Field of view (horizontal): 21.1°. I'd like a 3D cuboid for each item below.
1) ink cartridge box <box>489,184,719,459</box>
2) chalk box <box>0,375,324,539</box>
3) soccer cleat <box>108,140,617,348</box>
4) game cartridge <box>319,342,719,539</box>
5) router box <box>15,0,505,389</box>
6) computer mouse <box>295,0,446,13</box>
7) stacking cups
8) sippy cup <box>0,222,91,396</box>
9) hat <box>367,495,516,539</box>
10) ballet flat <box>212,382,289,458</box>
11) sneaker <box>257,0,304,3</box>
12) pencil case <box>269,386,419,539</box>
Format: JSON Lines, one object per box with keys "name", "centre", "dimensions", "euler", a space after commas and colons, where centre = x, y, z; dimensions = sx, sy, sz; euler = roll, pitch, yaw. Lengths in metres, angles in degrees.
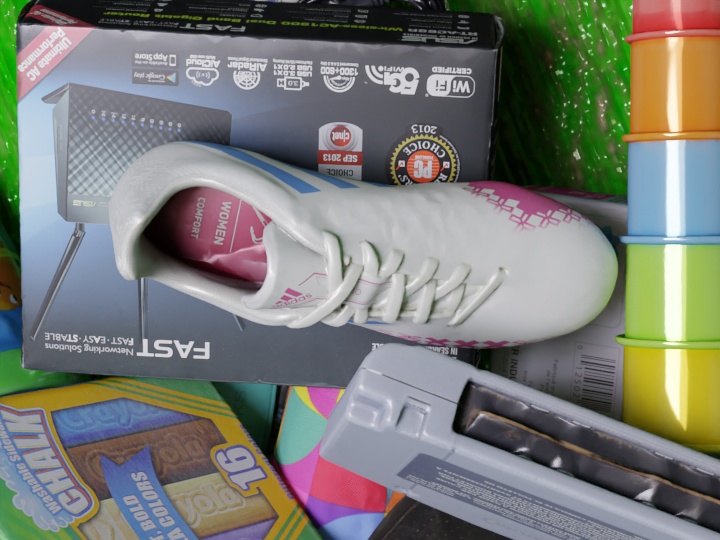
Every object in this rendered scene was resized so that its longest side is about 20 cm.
{"name": "ink cartridge box", "centre": [0.150, 0.035, 0.806], "dimensions": [0.198, 0.042, 0.121], "euler": [9, 101, 28]}
{"name": "chalk box", "centre": [-0.132, 0.133, 0.799], "dimensions": [0.124, 0.199, 0.125], "euler": [52, 123, 25]}
{"name": "soccer cleat", "centre": [0.000, 0.000, 0.736], "dimensions": [0.198, 0.086, 0.070], "euler": [10, 111, 0]}
{"name": "game cartridge", "centre": [0.084, 0.086, 0.761], "dimensions": [0.198, 0.133, 0.042], "euler": [21, 79, -2]}
{"name": "router box", "centre": [-0.043, -0.032, 0.807], "dimensions": [0.198, 0.062, 0.151], "euler": [3, 111, 3]}
{"name": "computer mouse", "centre": [0.056, -0.134, 0.802], "dimensions": [0.199, 0.034, 0.059], "euler": [-28, 99, 14]}
{"name": "stacking cups", "centre": [0.131, -0.031, 0.762], "dimensions": [0.060, 0.060, 0.202], "euler": [2, 90, 27]}
{"name": "sippy cup", "centre": [-0.215, 0.025, 0.950], "dimensions": [0.176, 0.140, 0.131], "euler": [-21, 75, -10]}
{"name": "hat", "centre": [0.080, 0.183, 0.834], "dimensions": [0.200, 0.201, 0.081], "euler": [39, 154, 16]}
{"name": "ballet flat", "centre": [-0.052, -0.001, 0.890], "dimensions": [0.074, 0.074, 0.202], "euler": [26, 109, 21]}
{"name": "sneaker", "centre": [-0.023, -0.170, 0.853], "dimensions": [0.087, 0.075, 0.202], "euler": [21, 112, 8]}
{"name": "pencil case", "centre": [-0.013, 0.126, 0.885], "dimensions": [0.088, 0.088, 0.202], "euler": [24, 106, 22]}
